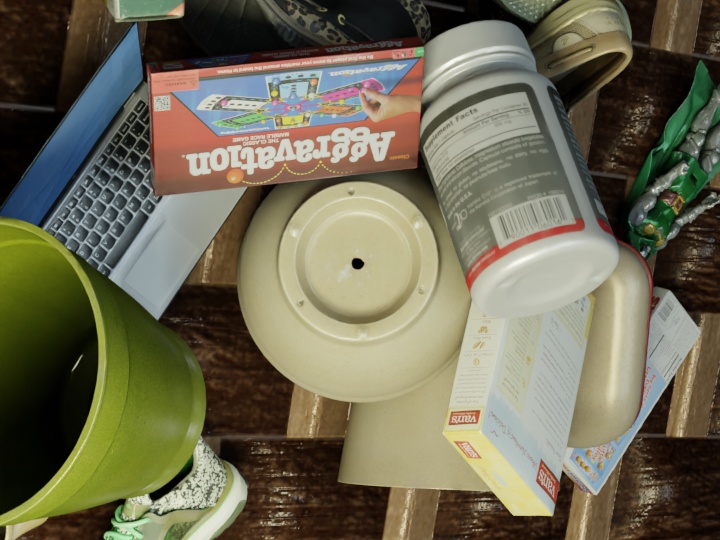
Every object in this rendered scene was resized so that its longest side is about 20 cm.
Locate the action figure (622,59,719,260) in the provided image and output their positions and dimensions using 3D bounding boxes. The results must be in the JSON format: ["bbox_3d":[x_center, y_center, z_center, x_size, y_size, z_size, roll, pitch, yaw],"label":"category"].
[{"bbox_3d":[0.306,-0.085,1.764,0.118,0.055,0.200,41,79,-40],"label":"action figure"}]

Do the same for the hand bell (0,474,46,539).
[{"bbox_3d":[-0.223,0.155,1.387,0.200,0.104,0.105,-14,109,-50],"label":"hand bell"}]

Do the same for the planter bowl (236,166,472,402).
[{"bbox_3d":[0.000,0.000,1.416,0.199,0.135,0.201,0,85,1],"label":"planter bowl"}]

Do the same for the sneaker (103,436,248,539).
[{"bbox_3d":[-0.174,0.201,1.422,0.200,0.077,0.089,-51,138,-28],"label":"sneaker"}]

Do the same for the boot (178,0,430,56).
[{"bbox_3d":[-0.042,-0.201,1.427,0.073,0.200,0.151,-61,176,37],"label":"boot"}]

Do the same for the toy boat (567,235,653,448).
[{"bbox_3d":[0.206,0.059,1.689,0.131,0.130,0.201,-20,116,-66],"label":"toy boat"}]

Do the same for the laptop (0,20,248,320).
[{"bbox_3d":[-0.170,-0.047,1.342,0.200,0.116,0.188,41,75,-30],"label":"laptop"}]

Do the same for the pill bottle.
[{"bbox_3d":[0.108,-0.076,1.373,0.114,0.114,0.201,4,58,-39],"label":"pill bottle"}]

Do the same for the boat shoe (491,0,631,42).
[{"bbox_3d":[0.155,-0.216,1.491,0.075,0.062,0.200,-49,139,11],"label":"boat shoe"}]

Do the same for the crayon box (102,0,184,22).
[{"bbox_3d":[-0.157,-0.282,1.287,0.051,0.127,0.201,-5,106,-11],"label":"crayon box"}]

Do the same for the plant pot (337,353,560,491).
[{"bbox_3d":[0.078,0.081,1.553,0.187,0.187,0.201,7,83,-40],"label":"plant pot"}]

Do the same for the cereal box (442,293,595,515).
[{"bbox_3d":[0.126,0.072,1.439,0.144,0.039,0.201,50,46,-46],"label":"cereal box"}]

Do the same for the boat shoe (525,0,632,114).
[{"bbox_3d":[0.132,-0.137,1.468,0.071,0.065,0.200,18,134,-39],"label":"boat shoe"}]

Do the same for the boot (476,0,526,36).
[{"bbox_3d":[0.112,-0.201,1.558,0.200,0.073,0.151,26,85,-43],"label":"boot"}]

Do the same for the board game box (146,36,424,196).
[{"bbox_3d":[-0.053,-0.111,1.336,0.199,0.019,0.103,-7,127,-13],"label":"board game box"}]

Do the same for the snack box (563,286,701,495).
[{"bbox_3d":[0.257,0.116,1.787,0.200,0.024,0.072,-54,128,-16],"label":"snack box"}]

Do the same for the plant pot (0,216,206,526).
[{"bbox_3d":[-0.204,0.083,1.249,0.193,0.200,0.201,25,84,-62],"label":"plant pot"}]
